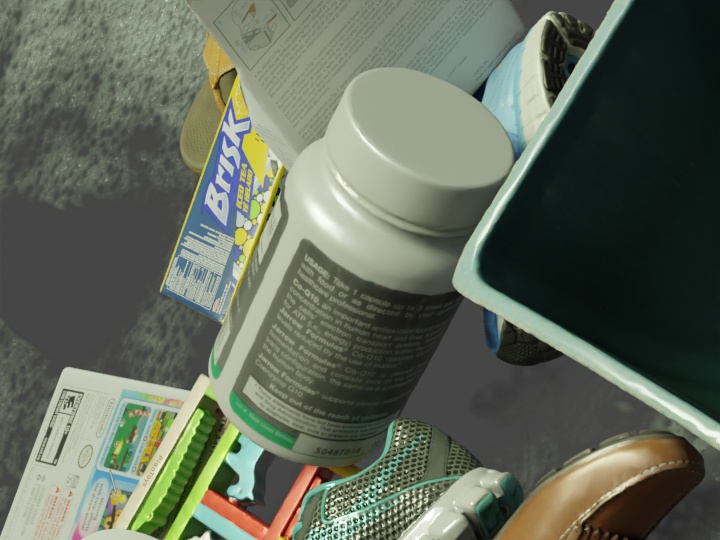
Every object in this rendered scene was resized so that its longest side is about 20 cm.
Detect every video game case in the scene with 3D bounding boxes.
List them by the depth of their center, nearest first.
[{"bbox_3d":[-0.157,0.167,1.129,0.181,0.024,0.202,7,72,42],"label":"video game case"}]

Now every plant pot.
[{"bbox_3d":[0.203,-0.005,0.785,0.195,0.199,0.197,32,90,46],"label":"plant pot"}]

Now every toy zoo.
[{"bbox_3d":[-0.051,0.158,1.027,0.199,0.020,0.132,26,84,35],"label":"toy zoo"}]

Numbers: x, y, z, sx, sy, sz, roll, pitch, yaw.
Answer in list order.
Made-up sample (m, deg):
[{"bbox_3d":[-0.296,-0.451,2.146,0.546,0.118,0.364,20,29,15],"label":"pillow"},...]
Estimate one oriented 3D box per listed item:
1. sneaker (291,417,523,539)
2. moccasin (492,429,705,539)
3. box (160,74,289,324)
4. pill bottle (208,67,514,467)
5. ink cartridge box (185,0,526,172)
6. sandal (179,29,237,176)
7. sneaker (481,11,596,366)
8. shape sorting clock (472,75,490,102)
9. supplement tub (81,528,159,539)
[{"bbox_3d":[-0.010,0.158,0.949,0.200,0.078,0.091,-40,56,-9],"label":"sneaker"},{"bbox_3d":[0.093,0.157,0.883,0.201,0.073,0.078,-44,49,15],"label":"moccasin"},{"bbox_3d":[-0.045,-0.066,1.074,0.064,0.070,0.202,24,95,40],"label":"box"},{"bbox_3d":[0.000,0.000,0.966,0.201,0.112,0.114,-63,37,37],"label":"pill bottle"},{"bbox_3d":[-0.010,-0.147,0.993,0.161,0.200,0.050,-49,38,-12],"label":"ink cartridge box"},{"bbox_3d":[-0.062,-0.153,1.144,0.080,0.054,0.201,31,90,50],"label":"sandal"},{"bbox_3d":[0.095,-0.038,1.002,0.090,0.078,0.202,-27,47,51],"label":"sneaker"},{"bbox_3d":[-0.004,-0.087,1.119,0.199,0.039,0.202,-20,56,33],"label":"shape sorting clock"},{"bbox_3d":[-0.161,0.240,0.934,0.144,0.146,0.200,-13,19,35],"label":"supplement tub"}]
